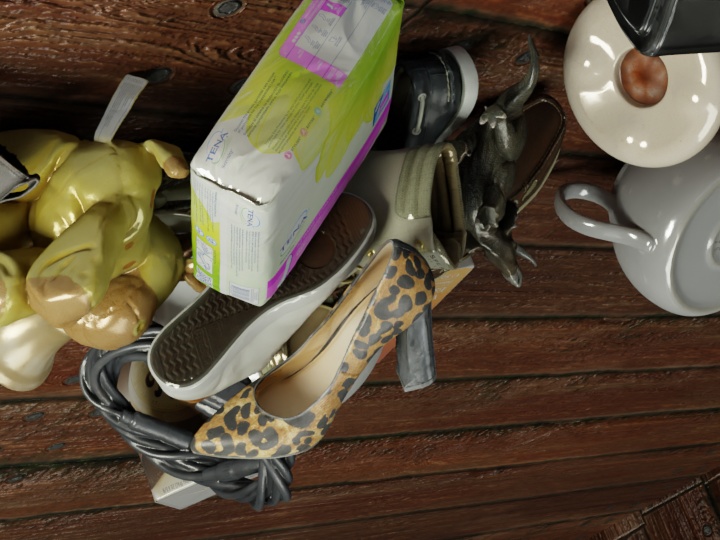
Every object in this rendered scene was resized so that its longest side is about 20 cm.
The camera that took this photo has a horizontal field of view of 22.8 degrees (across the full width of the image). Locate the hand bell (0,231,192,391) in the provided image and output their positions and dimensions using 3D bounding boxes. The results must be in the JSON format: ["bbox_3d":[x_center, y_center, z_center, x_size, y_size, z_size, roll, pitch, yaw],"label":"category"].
[{"bbox_3d":[-0.208,0.013,1.404,0.199,0.105,0.104,-24,161,28],"label":"hand bell"}]

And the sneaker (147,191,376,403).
[{"bbox_3d":[-0.071,0.020,1.313,0.200,0.073,0.085,-39,162,-8],"label":"sneaker"}]

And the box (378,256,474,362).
[{"bbox_3d":[-0.020,0.006,1.609,0.152,0.107,0.200,-9,156,-32],"label":"box"}]

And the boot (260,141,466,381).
[{"bbox_3d":[0.000,0.000,1.352,0.154,0.201,0.072,2,174,28],"label":"boot"}]

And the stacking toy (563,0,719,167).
[{"bbox_3d":[0.272,-0.175,1.458,0.200,0.147,0.146,-25,169,-47],"label":"stacking toy"}]

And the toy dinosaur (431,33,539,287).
[{"bbox_3d":[0.099,-0.086,1.400,0.077,0.201,0.102,7,-171,15],"label":"toy dinosaur"}]

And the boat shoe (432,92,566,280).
[{"bbox_3d":[0.107,-0.067,1.492,0.203,0.075,0.075,-51,-174,-8],"label":"boat shoe"}]

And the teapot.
[{"bbox_3d":[0.308,-0.061,1.733,0.197,0.146,0.200,-46,138,-4],"label":"teapot"}]

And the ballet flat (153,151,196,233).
[{"bbox_3d":[-0.110,-0.063,1.397,0.199,0.072,0.072,-8,156,-34],"label":"ballet flat"}]

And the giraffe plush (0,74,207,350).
[{"bbox_3d":[-0.190,-0.015,1.274,0.200,0.172,0.162,-47,147,-18],"label":"giraffe plush"}]

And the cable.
[{"bbox_3d":[-0.136,0.115,1.432,0.051,0.199,0.164,-57,159,-34],"label":"cable"}]

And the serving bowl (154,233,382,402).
[{"bbox_3d":[-0.077,0.027,1.453,0.199,0.201,0.066,-24,173,7],"label":"serving bowl"}]

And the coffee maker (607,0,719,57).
[{"bbox_3d":[0.283,-0.203,1.270,0.199,0.193,0.135,-3,-160,-15],"label":"coffee maker"}]

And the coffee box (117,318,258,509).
[{"bbox_3d":[-0.151,0.091,1.556,0.113,0.201,0.080,-24,163,6],"label":"coffee box"}]

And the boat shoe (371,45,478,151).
[{"bbox_3d":[0.029,-0.105,1.434,0.060,0.076,0.200,-11,146,-28],"label":"boat shoe"}]

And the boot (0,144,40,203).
[{"bbox_3d":[-0.330,-0.060,1.155,0.200,0.069,0.174,35,101,-19],"label":"boot"}]

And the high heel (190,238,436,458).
[{"bbox_3d":[-0.038,0.054,1.280,0.199,0.071,0.143,-21,135,-15],"label":"high heel"}]

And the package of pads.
[{"bbox_3d":[-0.043,-0.092,1.229,0.200,0.068,0.155,-58,169,-26],"label":"package of pads"}]
